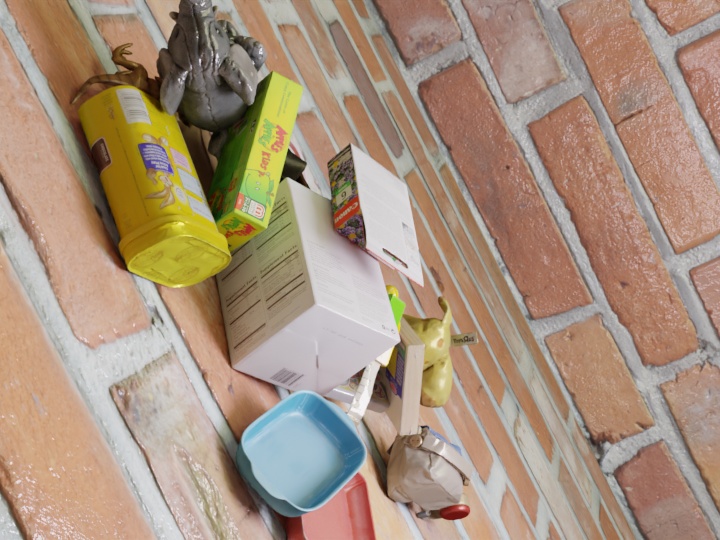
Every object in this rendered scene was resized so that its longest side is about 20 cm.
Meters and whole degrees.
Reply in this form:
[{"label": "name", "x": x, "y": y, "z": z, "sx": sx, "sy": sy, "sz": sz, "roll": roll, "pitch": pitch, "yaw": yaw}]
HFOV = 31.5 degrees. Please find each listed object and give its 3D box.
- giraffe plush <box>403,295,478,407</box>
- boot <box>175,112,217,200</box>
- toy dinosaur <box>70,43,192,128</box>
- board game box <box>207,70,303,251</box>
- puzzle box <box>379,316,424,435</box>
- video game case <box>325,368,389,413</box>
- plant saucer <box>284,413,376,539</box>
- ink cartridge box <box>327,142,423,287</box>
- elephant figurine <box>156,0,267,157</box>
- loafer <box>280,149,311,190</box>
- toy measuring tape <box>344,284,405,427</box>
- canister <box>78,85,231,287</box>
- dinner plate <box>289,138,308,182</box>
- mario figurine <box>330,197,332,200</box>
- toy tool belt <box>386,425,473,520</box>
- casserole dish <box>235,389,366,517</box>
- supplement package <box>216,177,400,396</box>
[{"label": "giraffe plush", "x": 0.055, "y": 0.130, "z": 1.948, "sx": 0.162, "sy": 0.200, "sz": 0.173, "roll": 0, "pitch": 65, "yaw": -41}, {"label": "boot", "x": -0.193, "y": -0.129, "z": 1.640, "sx": 0.175, "sy": 0.066, "sz": 0.200, "roll": 15, "pitch": 45, "yaw": -40}, {"label": "toy dinosaur", "x": -0.274, "y": -0.225, "z": 1.530, "sx": 0.200, "sy": 0.060, "sz": 0.106, "roll": 12, "pitch": 27, "yaw": -47}, {"label": "board game box", "x": -0.132, "y": -0.130, "z": 1.530, "sx": 0.048, "sy": 0.102, "sz": 0.200, "roll": 25, "pitch": 61, "yaw": -24}, {"label": "puzzle box", "x": 0.042, "y": 0.123, "z": 1.750, "sx": 0.200, "sy": 0.025, "sz": 0.133, "roll": -126, "pitch": -143, "yaw": -63}, {"label": "video game case", "x": -0.056, "y": 0.091, "z": 1.714, "sx": 0.200, "sy": 0.023, "sz": 0.182, "roll": 22, "pitch": 40, "yaw": -38}, {"label": "plant saucer", "x": -0.041, "y": 0.290, "z": 1.538, "sx": 0.200, "sy": 0.037, "sz": 0.200, "roll": 52, "pitch": 19, "yaw": -41}, {"label": "ink cartridge box", "x": 0.017, "y": -0.060, "z": 1.614, "sx": 0.109, "sy": 0.050, "sz": 0.200, "roll": 34, "pitch": 32, "yaw": -33}, {"label": "elephant figurine", "x": -0.183, "y": -0.237, "z": 1.463, "sx": 0.155, "sy": 0.142, "sz": 0.200, "roll": 43, "pitch": 1, "yaw": -2}, {"label": "loafer", "x": -0.104, "y": -0.142, "z": 1.694, "sx": 0.200, "sy": 0.072, "sz": 0.073, "roll": 70, "pitch": 25, "yaw": -46}, {"label": "toy measuring tape", "x": 0.002, "y": 0.108, "z": 1.633, "sx": 0.074, "sy": 0.073, "sz": 0.200, "roll": 47, "pitch": 56, "yaw": -47}, {"label": "canister", "x": -0.233, "y": -0.094, "z": 1.434, "sx": 0.200, "sy": 0.086, "sz": 0.149, "roll": 68, "pitch": 14, "yaw": 20}, {"label": "dinner plate", "x": -0.125, "y": -0.093, "z": 1.782, "sx": 0.200, "sy": 0.024, "sz": 0.201, "roll": -18, "pitch": 110, "yaw": -62}, {"label": "mario figurine", "x": 0.000, "y": 0.000, "z": 1.733, "sx": 0.123, "sy": 0.106, "sz": 0.200, "roll": 27, "pitch": 55, "yaw": -44}, {"label": "toy tool belt", "x": 0.106, "y": 0.285, "z": 1.886, "sx": 0.200, "sy": 0.125, "sz": 0.123, "roll": 44, "pitch": 33, "yaw": -53}, {"label": "casserole dish", "x": -0.071, "y": 0.211, "z": 1.452, "sx": 0.121, "sy": 0.039, "sz": 0.200, "roll": 45, "pitch": 30, "yaw": 6}, {"label": "supplement package", "x": -0.073, "y": 0.025, "z": 1.591, "sx": 0.152, "sy": 0.151, "sz": 0.200, "roll": 26, "pitch": 37, "yaw": -41}]
